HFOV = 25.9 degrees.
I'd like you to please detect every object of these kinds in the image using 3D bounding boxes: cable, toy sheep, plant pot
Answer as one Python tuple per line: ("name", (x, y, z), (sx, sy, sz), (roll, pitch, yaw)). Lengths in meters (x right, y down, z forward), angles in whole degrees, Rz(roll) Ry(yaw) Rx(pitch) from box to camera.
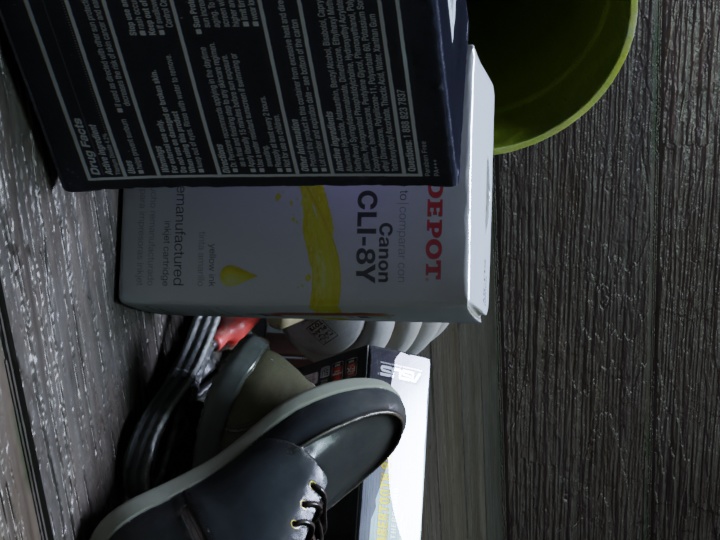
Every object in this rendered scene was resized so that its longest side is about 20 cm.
("cable", (-0.091, 0.063, 0.943), (0.200, 0.050, 0.098), (-68, 169, -68))
("toy sheep", (0.000, 0.000, 1.030), (0.199, 0.137, 0.140), (-24, 119, -47))
("plant pot", (0.074, -0.219, 1.092), (0.194, 0.198, 0.202), (-100, -178, -51))

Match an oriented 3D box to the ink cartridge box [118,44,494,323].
("ink cartridge box", (-0.028, -0.048, 0.882), (0.083, 0.197, 0.147), (34, 57, -78))

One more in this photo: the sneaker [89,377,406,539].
("sneaker", (-0.035, 0.140, 0.828), (0.199, 0.106, 0.075), (-30, 137, -25))

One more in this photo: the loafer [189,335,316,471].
("loafer", (-0.067, 0.134, 0.930), (0.075, 0.069, 0.202), (-54, 164, -51))

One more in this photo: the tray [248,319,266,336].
("tray", (-0.080, -0.055, 1.099), (0.107, 0.022, 0.203), (59, 34, -71))

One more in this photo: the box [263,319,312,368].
("box", (-0.017, 0.069, 1.193), (0.200, 0.099, 0.076), (89, 6, -69))

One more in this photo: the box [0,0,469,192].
("box", (-0.056, -0.147, 0.711), (0.201, 0.196, 0.124), (80, 12, -48))

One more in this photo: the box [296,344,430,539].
("box", (-0.032, 0.144, 0.993), (0.199, 0.048, 0.161), (-21, -120, 57))
